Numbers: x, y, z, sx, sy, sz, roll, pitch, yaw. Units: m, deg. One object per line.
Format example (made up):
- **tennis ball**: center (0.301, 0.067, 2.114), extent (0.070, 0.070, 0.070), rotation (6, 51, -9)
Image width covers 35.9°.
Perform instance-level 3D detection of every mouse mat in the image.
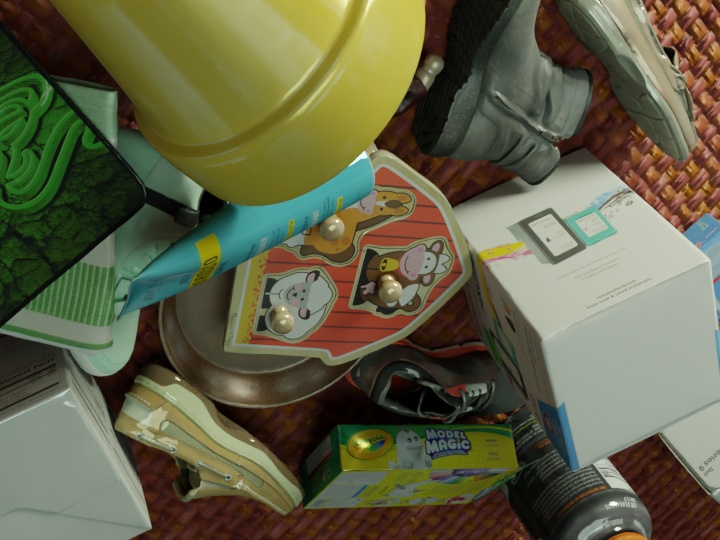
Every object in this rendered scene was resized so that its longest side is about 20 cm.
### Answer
- **mouse mat**: center (-0.257, -0.054, 0.745), extent (0.199, 0.008, 0.161), rotation (-36, 105, 21)

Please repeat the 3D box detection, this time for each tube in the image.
- **tube**: center (-0.078, -0.030, 0.751), extent (0.199, 0.051, 0.078), rotation (-33, 168, -28)

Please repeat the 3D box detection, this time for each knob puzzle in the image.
- **knob puzzle**: center (0.000, 0.000, 0.877), extent (0.216, 0.031, 0.223), rotation (-8, 126, -12)

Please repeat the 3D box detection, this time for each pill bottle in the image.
- **pill bottle**: center (0.203, 0.223, 1.047), extent (0.104, 0.201, 0.108), rotation (-10, 123, -16)

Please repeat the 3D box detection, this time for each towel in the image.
- **towel**: center (-0.237, -0.042, 0.771), extent (0.150, 0.023, 0.203), rotation (13, 117, 11)

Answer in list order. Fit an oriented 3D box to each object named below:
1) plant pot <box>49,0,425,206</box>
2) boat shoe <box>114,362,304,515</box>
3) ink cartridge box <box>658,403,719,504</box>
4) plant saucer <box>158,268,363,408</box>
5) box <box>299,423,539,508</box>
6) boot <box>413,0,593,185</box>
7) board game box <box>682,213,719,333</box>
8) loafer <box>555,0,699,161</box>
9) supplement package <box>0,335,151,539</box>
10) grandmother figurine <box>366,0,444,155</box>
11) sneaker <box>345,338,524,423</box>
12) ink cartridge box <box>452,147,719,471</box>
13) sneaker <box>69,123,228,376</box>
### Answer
- **plant pot**: center (-0.090, -0.170, 0.673), extent (0.201, 0.201, 0.188), rotation (-45, 138, 8)
- **boat shoe**: center (-0.131, 0.163, 0.943), extent (0.200, 0.071, 0.077), rotation (44, 67, -29)
- **ink cartridge box**: center (0.406, 0.172, 1.139), extent (0.145, 0.088, 0.200), rotation (-44, 146, 7)
- **plant saucer**: center (-0.071, 0.021, 0.917), extent (0.197, 0.035, 0.203), rotation (-10, 122, -16)
- **box**: center (0.054, 0.179, 1.018), extent (0.197, 0.049, 0.118), rotation (5, 151, -21)
- **boot**: center (0.133, -0.168, 0.876), extent (0.130, 0.070, 0.202), rotation (8, 127, -27)
- **board game box**: center (0.335, 0.060, 1.106), extent (0.151, 0.037, 0.200), rotation (-41, 125, 5)
- **loafer**: center (0.235, -0.173, 0.910), extent (0.063, 0.072, 0.200), rotation (-45, 123, 0)
- **supplement package**: center (-0.288, 0.159, 0.860), extent (0.197, 0.111, 0.157), rotation (-25, 125, -6)
- **grandmother figurine**: center (0.010, -0.153, 0.835), extent (0.119, 0.061, 0.203), rotation (4, 120, -25)
- **sneaker**: center (0.079, 0.113, 1.003), extent (0.197, 0.082, 0.078), rotation (9, 116, -26)
- **ink cartridge box**: center (0.181, 0.026, 0.922), extent (0.144, 0.201, 0.148), rotation (-24, 125, -5)
- **sneaker**: center (-0.153, 0.004, 0.816), extent (0.116, 0.074, 0.204), rotation (19, 117, 17)
